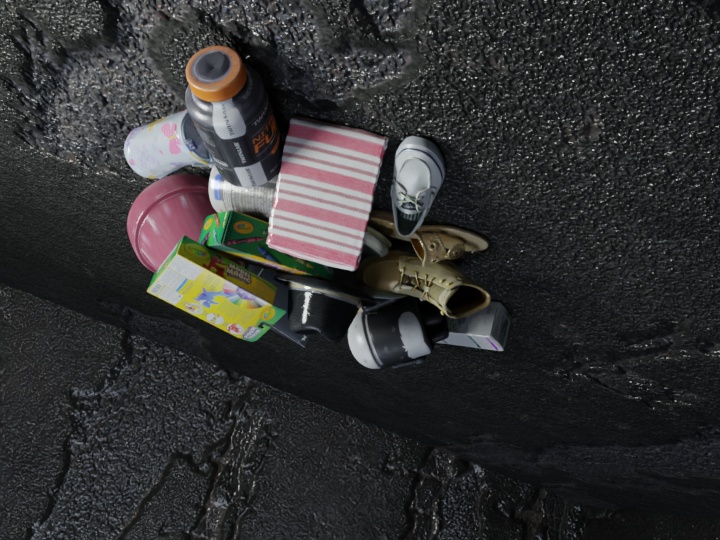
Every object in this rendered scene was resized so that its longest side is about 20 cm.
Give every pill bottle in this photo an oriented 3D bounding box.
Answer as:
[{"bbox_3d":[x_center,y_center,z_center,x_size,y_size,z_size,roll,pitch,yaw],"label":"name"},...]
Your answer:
[{"bbox_3d":[-0.126,-0.125,1.001,0.199,0.114,0.114,13,158,17],"label":"pill bottle"},{"bbox_3d":[-0.170,-0.206,0.855,0.106,0.107,0.200,15,159,11],"label":"pill bottle"}]

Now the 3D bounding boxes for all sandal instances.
[{"bbox_3d":[0.105,-0.040,1.072,0.211,0.070,0.078,16,158,9],"label":"sandal"}]

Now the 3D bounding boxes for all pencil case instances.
[{"bbox_3d":[-0.293,-0.199,1.005,0.200,0.083,0.091,-1,130,43],"label":"pencil case"}]

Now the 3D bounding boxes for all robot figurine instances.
[{"bbox_3d":[0.073,0.121,1.272,0.199,0.151,0.125,-19,169,11],"label":"robot figurine"}]

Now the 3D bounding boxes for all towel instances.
[{"bbox_3d":[-0.050,-0.110,0.913,0.146,0.201,0.030,16,-166,9],"label":"towel"}]

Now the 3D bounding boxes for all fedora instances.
[{"bbox_3d":[-0.068,0.070,1.076,0.200,0.092,0.201,14,172,2],"label":"fedora"}]

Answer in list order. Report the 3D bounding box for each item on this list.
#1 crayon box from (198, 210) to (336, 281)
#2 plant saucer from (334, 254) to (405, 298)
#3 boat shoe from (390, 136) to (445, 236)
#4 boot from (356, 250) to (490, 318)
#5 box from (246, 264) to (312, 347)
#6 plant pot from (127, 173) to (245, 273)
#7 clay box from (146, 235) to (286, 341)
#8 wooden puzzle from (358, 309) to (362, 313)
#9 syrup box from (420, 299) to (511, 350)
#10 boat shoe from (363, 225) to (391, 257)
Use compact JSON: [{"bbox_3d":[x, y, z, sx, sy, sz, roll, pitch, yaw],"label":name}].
[{"bbox_3d":[-0.148,-0.037,1.033,0.199,0.058,0.119,19,170,-29],"label":"crayon box"},{"bbox_3d":[0.000,0.000,1.217,0.199,0.050,0.200,13,-168,-3],"label":"plant saucer"},{"bbox_3d":[0.081,-0.112,0.923,0.073,0.067,0.200,14,158,12],"label":"boat shoe"},{"bbox_3d":[0.105,0.025,1.081,0.199,0.073,0.155,5,-162,-20],"label":"boot"},{"bbox_3d":[-0.208,0.058,1.431,0.197,0.118,0.200,39,168,-33],"label":"box"},{"bbox_3d":[-0.298,-0.044,1.140,0.179,0.200,0.200,50,-177,42],"label":"plant pot"},{"bbox_3d":[-0.228,0.036,1.031,0.200,0.048,0.115,31,130,-24],"label":"clay box"},{"bbox_3d":[0.061,0.126,1.436,0.185,0.046,0.200,38,173,7],"label":"wooden puzzle"},{"bbox_3d":[0.206,0.109,1.332,0.199,0.079,0.081,3,154,35],"label":"syrup box"},{"bbox_3d":[-0.039,-0.052,1.119,0.199,0.069,0.075,18,160,33],"label":"boat shoe"}]
